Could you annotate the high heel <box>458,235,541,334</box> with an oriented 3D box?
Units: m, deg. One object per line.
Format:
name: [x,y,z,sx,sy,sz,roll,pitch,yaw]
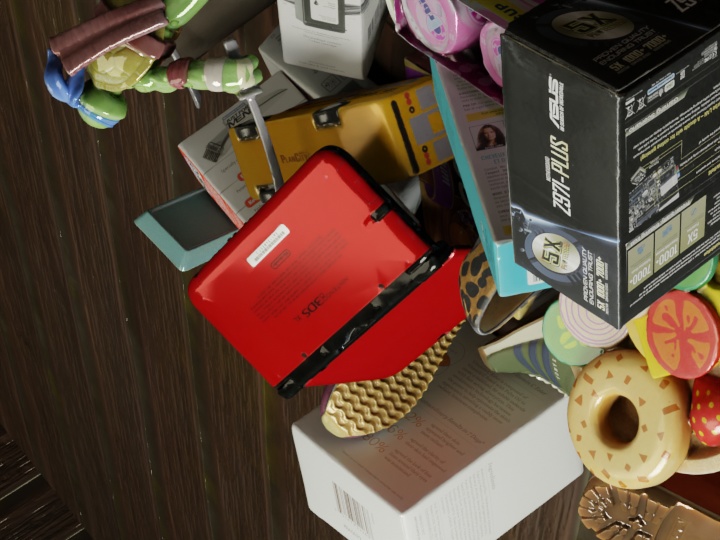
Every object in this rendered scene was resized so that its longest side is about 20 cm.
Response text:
high heel: [0.150,-0.030,1.085,0.071,0.143,0.200,36,146,-27]

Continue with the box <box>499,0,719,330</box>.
box: [0.179,-0.094,0.905,0.086,0.200,0.164,35,149,38]

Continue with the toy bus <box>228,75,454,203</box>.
toy bus: [-0.017,-0.099,1.254,0.200,0.078,0.065,-3,111,53]

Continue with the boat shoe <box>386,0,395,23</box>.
boat shoe: [0.061,-0.226,1.132,0.060,0.072,0.202,46,150,35]

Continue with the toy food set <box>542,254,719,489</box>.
toy food set: [0.206,0.047,1.138,0.200,0.049,0.198,-23,83,50]

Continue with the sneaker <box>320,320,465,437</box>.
sneaker: [0.025,0.058,1.400,0.075,0.200,0.090,47,160,-23]

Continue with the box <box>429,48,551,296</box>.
box: [0.103,-0.076,1.048,0.049,0.082,0.200,81,177,-46]

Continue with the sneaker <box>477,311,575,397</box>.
sneaker: [0.164,0.074,1.298,0.090,0.067,0.200,63,153,3]

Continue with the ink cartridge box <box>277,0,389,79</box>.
ink cartridge box: [-0.013,-0.239,1.152,0.068,0.116,0.200,14,155,7]

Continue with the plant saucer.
plant saucer: [-0.098,-0.060,1.433,0.070,0.200,0.019,44,137,24]

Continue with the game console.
game console: [0.000,0.000,1.238,0.172,0.119,0.200,46,128,-2]

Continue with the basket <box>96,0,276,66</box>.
basket: [-0.111,-0.269,1.334,0.136,0.181,0.200,23,162,-29]

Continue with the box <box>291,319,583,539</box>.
box: [0.069,0.154,1.415,0.152,0.200,0.107,34,146,42]

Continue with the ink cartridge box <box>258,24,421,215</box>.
ink cartridge box: [-0.001,-0.112,1.447,0.163,0.057,0.200,42,172,32]

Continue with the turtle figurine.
turtle figurine: [-0.121,-0.187,1.220,0.194,0.200,0.144,-64,20,21]

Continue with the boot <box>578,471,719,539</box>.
boot: [0.270,0.180,1.226,0.200,0.107,0.075,28,129,5]

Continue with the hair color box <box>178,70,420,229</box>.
hair color box: [-0.047,-0.059,1.361,0.200,0.111,0.064,49,171,26]

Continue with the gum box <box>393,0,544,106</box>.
gum box: [0.127,-0.155,1.039,0.200,0.113,0.066,40,150,35]

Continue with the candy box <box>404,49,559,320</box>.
candy box: [0.098,-0.072,1.266,0.117,0.056,0.200,38,151,39]
